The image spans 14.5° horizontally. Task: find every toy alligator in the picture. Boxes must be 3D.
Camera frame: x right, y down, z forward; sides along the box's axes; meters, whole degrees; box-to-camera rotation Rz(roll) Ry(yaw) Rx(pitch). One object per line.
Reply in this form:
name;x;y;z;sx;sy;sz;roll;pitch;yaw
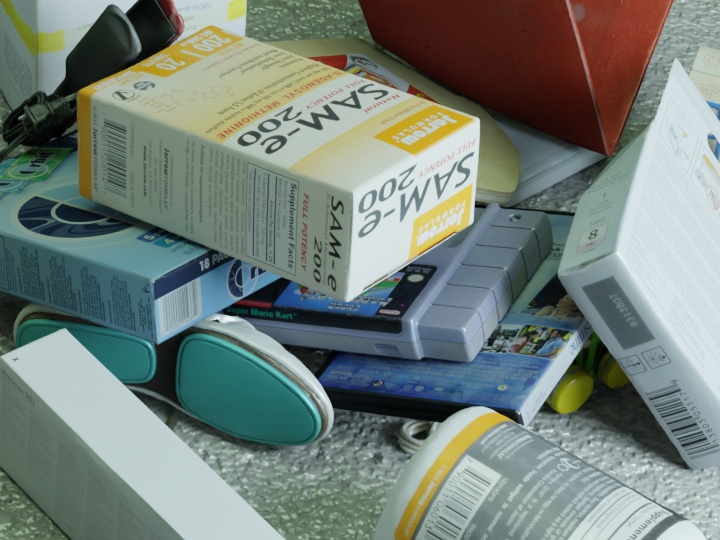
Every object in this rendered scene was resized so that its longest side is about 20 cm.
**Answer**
toy alligator;0.106;0.051;1.685;0.200;0.054;0.059;-23;49;-31

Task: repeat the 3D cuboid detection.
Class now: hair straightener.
hair straightener;-0.186;-0.110;1.720;0.077;0.200;0.041;-28;89;-40

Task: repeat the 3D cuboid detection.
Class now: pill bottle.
pill bottle;0.115;0.166;1.511;0.200;0.116;0.116;30;45;22

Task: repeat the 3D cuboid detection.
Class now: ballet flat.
ballet flat;-0.103;0.047;1.655;0.200;0.069;0.069;14;41;12

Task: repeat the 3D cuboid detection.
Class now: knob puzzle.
knob puzzle;0.014;-0.086;1.777;0.220;0.030;0.220;19;22;-8

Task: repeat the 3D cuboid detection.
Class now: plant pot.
plant pot;0.097;-0.221;1.817;0.176;0.200;0.200;13;63;21

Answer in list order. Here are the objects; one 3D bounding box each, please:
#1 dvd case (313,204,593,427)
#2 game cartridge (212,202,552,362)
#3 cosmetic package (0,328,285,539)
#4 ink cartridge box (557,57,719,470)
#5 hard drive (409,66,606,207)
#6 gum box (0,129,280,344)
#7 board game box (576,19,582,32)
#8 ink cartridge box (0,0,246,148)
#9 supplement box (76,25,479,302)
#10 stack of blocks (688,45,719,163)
dvd case;0.074;0.024;1.678;0.143;0.018;0.200;5;37;30
game cartridge;0.000;0.000;1.697;0.200;0.038;0.130;6;33;28
cosmetic package;-0.122;0.124;1.545;0.051;0.083;0.200;-26;52;-32
ink cartridge box;0.194;-0.005;1.693;0.057;0.163;0.200;-23;28;28
hard drive;0.049;-0.080;1.848;0.200;0.026;0.132;-28;52;-33
gum box;-0.139;-0.028;1.687;0.200;0.045;0.170;17;31;35
board game box;0.118;-0.211;1.981;0.126;0.035;0.200;19;34;12
ink cartridge box;-0.152;-0.186;1.805;0.145;0.200;0.083;-12;42;-22
supplement box;-0.048;-0.065;1.620;0.200;0.074;0.126;21;34;29
stack of blocks;0.297;-0.059;1.796;0.200;0.115;0.059;15;41;9
